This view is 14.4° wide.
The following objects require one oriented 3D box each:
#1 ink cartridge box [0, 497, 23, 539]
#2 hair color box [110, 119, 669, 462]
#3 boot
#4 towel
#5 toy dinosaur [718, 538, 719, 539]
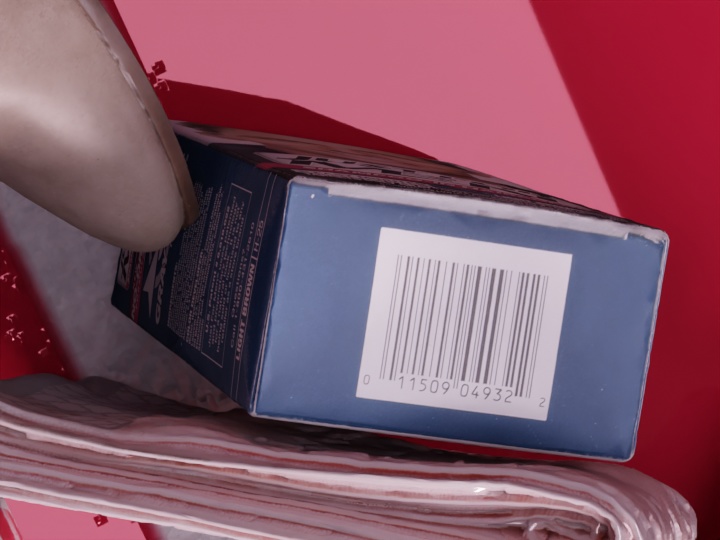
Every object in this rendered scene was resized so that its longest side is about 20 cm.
[{"bbox_3d":[-0.099,0.171,0.793,0.084,0.145,0.201,-23,102,-9],"label":"ink cartridge box"},{"bbox_3d":[0.000,0.000,0.766,0.100,0.200,0.061,8,94,-16],"label":"hair color box"},{"bbox_3d":[-0.144,-0.045,0.680,0.200,0.070,0.146,50,55,-13],"label":"boot"},{"bbox_3d":[-0.010,0.054,0.746,0.190,0.200,0.032,9,88,11],"label":"towel"},{"bbox_3d":[0.081,0.137,0.869,0.102,0.077,0.200,27,104,-47],"label":"toy dinosaur"}]
